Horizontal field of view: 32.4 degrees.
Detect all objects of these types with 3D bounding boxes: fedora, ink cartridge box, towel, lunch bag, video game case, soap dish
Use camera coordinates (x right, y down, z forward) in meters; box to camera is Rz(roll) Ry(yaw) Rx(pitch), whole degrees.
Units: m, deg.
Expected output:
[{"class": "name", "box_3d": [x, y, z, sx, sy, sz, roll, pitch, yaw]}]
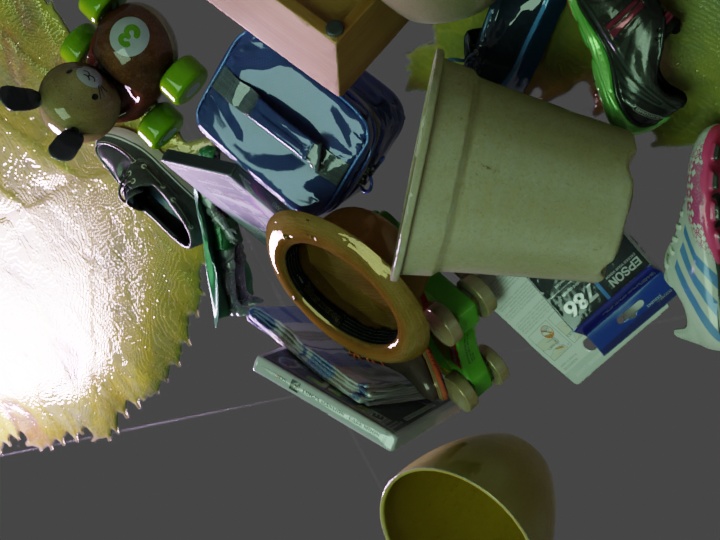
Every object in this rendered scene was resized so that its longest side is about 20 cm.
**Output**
[{"class": "fedora", "box_3d": [0.000, 0.000, 1.212, 0.199, 0.082, 0.202, 31, 149, 21]}, {"class": "ink cartridge box", "box_3d": [0.196, -0.002, 1.245, 0.200, 0.050, 0.162, 41, 135, 2]}, {"class": "towel", "box_3d": [-0.018, 0.090, 1.381, 0.199, 0.146, 0.024, 33, 109, 35]}, {"class": "ink cartridge box", "box_3d": [0.199, -0.021, 1.162, 0.099, 0.039, 0.200, -43, 88, 16]}, {"class": "lunch bag", "box_3d": [-0.059, -0.148, 1.258, 0.199, 0.132, 0.137, 38, 117, 10]}, {"class": "video game case", "box_3d": [-0.112, -0.064, 1.363, 0.142, 0.019, 0.200, 17, 161, 49]}, {"class": "video game case", "box_3d": [0.003, 0.126, 1.374, 0.180, 0.199, 0.024, 28, 108, 20]}, {"class": "soap dish", "box_3d": [-0.047, -0.282, 1.165, 0.199, 0.158, 0.081, 37, 162, 12]}]

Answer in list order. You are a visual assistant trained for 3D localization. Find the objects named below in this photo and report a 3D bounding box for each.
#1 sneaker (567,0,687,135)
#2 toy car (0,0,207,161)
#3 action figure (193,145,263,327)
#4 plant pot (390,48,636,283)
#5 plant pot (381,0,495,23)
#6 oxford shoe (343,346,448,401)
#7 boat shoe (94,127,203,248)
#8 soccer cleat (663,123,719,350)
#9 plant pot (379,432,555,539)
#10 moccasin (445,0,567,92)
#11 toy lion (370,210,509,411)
[{"class": "sneaker", "box_3d": [0.229, -0.219, 1.064, 0.083, 0.077, 0.202, -15, 111, 23]}, {"class": "toy car", "box_3d": [-0.303, -0.204, 1.386, 0.164, 0.200, 0.158, 44, 136, 5]}, {"class": "action figure", "box_3d": [-0.161, -0.049, 1.464, 0.054, 0.118, 0.203, -8, 106, 16]}, {"class": "plant pot", "box_3d": [0.132, -0.071, 1.066, 0.181, 0.202, 0.202, 12, 129, 1]}, {"class": "plant pot", "box_3d": [0.065, -0.291, 1.051, 0.198, 0.201, 0.136, 10, 132, 33]}, {"class": "oxford shoe", "box_3d": [0.024, 0.082, 1.323, 0.200, 0.072, 0.072, 47, 164, 44]}, {"class": "boat shoe", "box_3d": [-0.260, -0.097, 1.519, 0.200, 0.066, 0.070, 42, 135, 8]}, {"class": "soccer cleat", "box_3d": [0.302, -0.027, 1.105, 0.086, 0.069, 0.203, 4, 103, 51]}, {"class": "plant pot", "box_3d": [0.141, 0.265, 1.391, 0.198, 0.142, 0.202, 19, 128, 27]}, {"class": "moccasin", "box_3d": [0.129, -0.206, 1.148, 0.068, 0.080, 0.201, 38, 121, 17]}, {"class": "toy lion", "box_3d": [0.065, 0.032, 1.329, 0.191, 0.068, 0.201, 40, 159, 36]}]
